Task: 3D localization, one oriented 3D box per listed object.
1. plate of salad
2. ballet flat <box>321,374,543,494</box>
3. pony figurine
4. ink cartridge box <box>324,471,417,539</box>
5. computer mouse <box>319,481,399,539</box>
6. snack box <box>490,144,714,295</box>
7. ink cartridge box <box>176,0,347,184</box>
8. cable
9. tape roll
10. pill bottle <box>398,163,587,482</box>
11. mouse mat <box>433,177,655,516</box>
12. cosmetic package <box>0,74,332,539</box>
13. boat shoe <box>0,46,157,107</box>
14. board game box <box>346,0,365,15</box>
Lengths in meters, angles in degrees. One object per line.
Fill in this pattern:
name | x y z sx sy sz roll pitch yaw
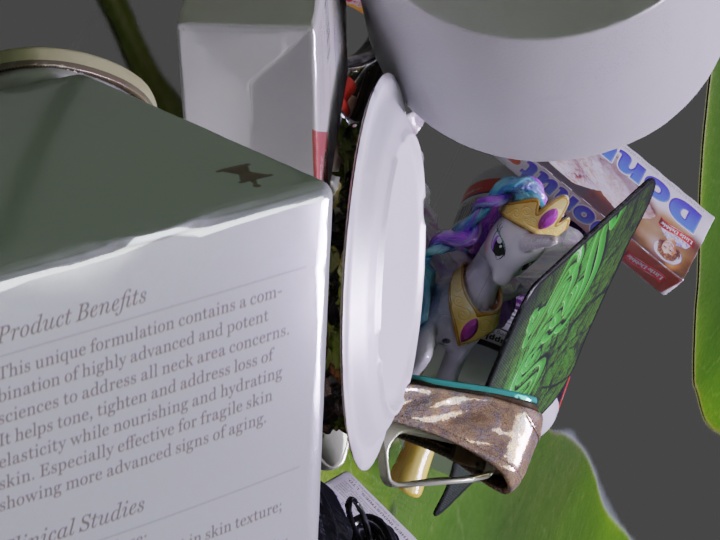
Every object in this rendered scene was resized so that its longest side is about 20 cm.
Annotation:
plate of salad | 0.000 0.000 1.227 0.200 0.048 0.202 4 90 -81
ballet flat | 0.008 0.082 1.334 0.068 0.198 0.068 164 -60 -74
pony figurine | 0.058 0.009 1.453 0.201 0.166 0.193 -57 -164 17
ink cartridge box | -0.022 0.203 1.363 0.076 0.136 0.200 -50 168 20
computer mouse | -0.049 0.139 1.289 0.200 0.053 0.139 43 17 -25
snack box | 0.142 -0.071 1.600 0.024 0.200 0.072 -46 -172 46
ink cartridge box | -0.044 -0.117 1.193 0.201 0.067 0.117 -82 173 -57
cable | -0.003 -0.115 1.416 0.097 0.050 0.201 61 32 -41
tape roll | 0.093 -0.174 1.229 0.139 0.201 0.204 75 33 -66
pill bottle | 0.095 0.036 1.620 0.113 0.112 0.201 66 41 -57
mouse mat | 0.110 0.047 1.454 0.161 0.008 0.201 -40 156 -44
cosmetic package | -0.125 0.052 0.921 0.167 0.166 0.202 -16 119 -39
boat shoe | -0.118 -0.034 1.069 0.200 0.074 0.069 50 32 -65
board game box | 0.023 -0.188 1.393 0.200 0.030 0.096 15 72 -65
